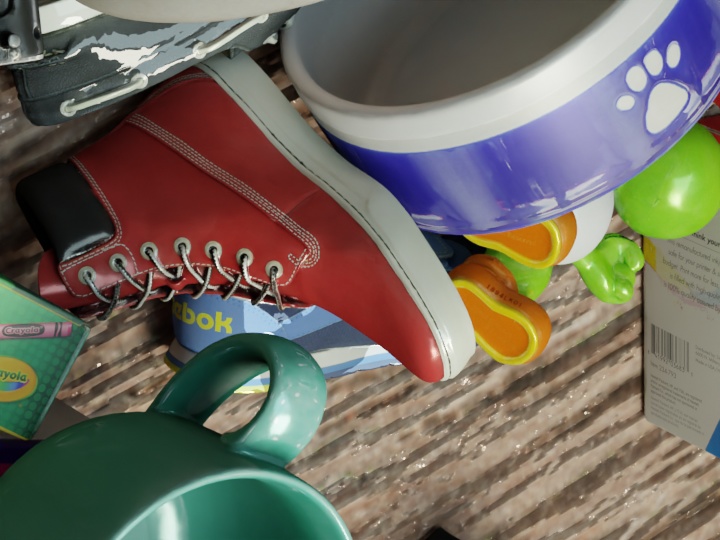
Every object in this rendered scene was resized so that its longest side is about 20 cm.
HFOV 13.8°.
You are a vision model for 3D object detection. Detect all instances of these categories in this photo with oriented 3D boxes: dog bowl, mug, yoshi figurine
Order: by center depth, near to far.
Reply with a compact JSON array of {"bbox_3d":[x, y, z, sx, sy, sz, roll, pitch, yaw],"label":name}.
[{"bbox_3d":[-0.081,0.126,1.229,0.185,0.114,0.152,-40,125,-20],"label":"mug"},{"bbox_3d":[0.068,-0.113,1.327,0.200,0.200,0.079,-45,128,-15],"label":"dog bowl"},{"bbox_3d":[0.117,-0.034,1.412,0.112,0.112,0.200,62,35,-15],"label":"yoshi figurine"}]

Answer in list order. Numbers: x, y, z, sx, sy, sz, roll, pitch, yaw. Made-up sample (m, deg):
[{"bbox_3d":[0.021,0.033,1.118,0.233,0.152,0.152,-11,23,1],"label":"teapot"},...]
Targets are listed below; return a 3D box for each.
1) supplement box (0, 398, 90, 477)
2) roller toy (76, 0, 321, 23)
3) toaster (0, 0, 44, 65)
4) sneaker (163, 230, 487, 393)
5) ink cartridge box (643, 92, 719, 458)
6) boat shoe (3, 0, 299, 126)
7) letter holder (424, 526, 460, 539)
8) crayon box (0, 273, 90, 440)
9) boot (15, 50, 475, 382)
[{"bbox_3d":[-0.181,0.154,1.302,0.103,0.101,0.201,5,103,-37],"label":"supplement box"},{"bbox_3d":[-0.056,-0.195,1.220,0.200,0.182,0.140,-36,124,-41],"label":"roller toy"},{"bbox_3d":[-0.225,-0.159,1.091,0.180,0.118,0.201,-11,98,-31],"label":"toaster"},{"bbox_3d":[0.000,0.000,1.399,0.199,0.074,0.083,-13,111,-33],"label":"sneaker"},{"bbox_3d":[0.203,-0.005,1.512,0.067,0.116,0.201,-15,114,-30],"label":"ink cartridge box"},{"bbox_3d":[-0.067,-0.122,1.312,0.199,0.076,0.061,-20,114,-16],"label":"boat shoe"},{"bbox_3d":[0.021,0.256,1.484,0.200,0.100,0.142,-39,126,-19],"label":"letter holder"},{"bbox_3d":[-0.223,-0.006,1.208,0.200,0.119,0.058,29,87,-38],"label":"crayon box"},{"bbox_3d":[-0.056,0.005,1.291,0.144,0.200,0.073,-35,150,-20],"label":"boot"}]
